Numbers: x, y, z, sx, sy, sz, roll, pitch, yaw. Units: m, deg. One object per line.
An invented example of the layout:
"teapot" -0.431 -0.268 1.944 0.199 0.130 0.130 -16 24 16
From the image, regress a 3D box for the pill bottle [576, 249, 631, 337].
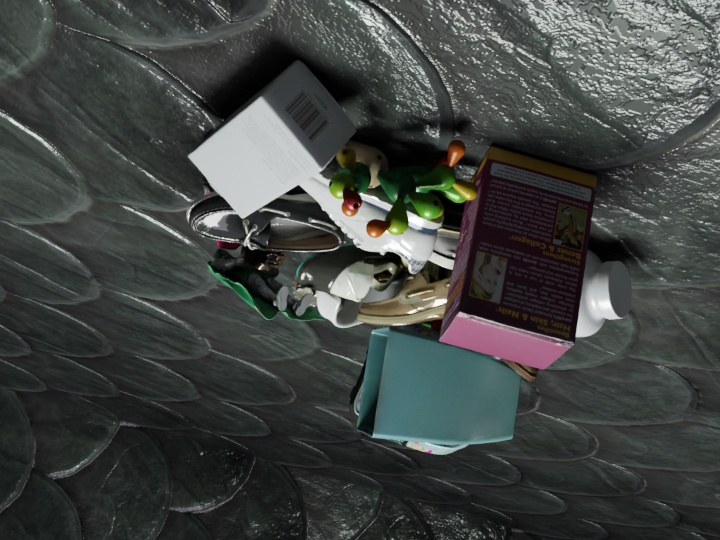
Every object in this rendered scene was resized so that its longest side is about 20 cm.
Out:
"pill bottle" 0.243 0.030 1.284 0.197 0.113 0.110 -6 152 40

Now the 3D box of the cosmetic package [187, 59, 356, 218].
"cosmetic package" -0.101 -0.139 1.096 0.102 0.074 0.199 49 149 -14

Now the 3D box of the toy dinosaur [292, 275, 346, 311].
"toy dinosaur" -0.036 0.027 1.462 0.076 0.104 0.199 -3 152 37

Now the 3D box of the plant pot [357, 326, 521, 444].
"plant pot" 0.110 0.165 1.362 0.196 0.145 0.141 10 174 -8

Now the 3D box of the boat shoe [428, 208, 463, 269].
"boat shoe" 0.050 -0.072 1.227 0.198 0.072 0.061 25 115 3

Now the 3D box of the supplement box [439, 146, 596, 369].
"supplement box" 0.173 -0.013 1.099 0.128 0.204 0.103 16 159 -3

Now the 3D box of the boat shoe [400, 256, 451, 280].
"boat shoe" 0.101 -0.004 1.349 0.062 0.074 0.202 3 147 17

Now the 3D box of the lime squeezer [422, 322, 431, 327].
"lime squeezer" 0.103 0.118 1.657 0.200 0.071 0.038 47 172 -2

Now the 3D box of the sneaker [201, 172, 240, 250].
"sneaker" -0.164 -0.093 1.283 0.079 0.076 0.201 11 158 6

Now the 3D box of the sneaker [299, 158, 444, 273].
"sneaker" -0.002 -0.070 1.170 0.198 0.076 0.082 29 122 13

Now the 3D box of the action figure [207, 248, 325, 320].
"action figure" -0.142 0.012 1.316 0.117 0.056 0.199 20 -176 -43

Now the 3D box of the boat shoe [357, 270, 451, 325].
"boat shoe" 0.086 0.033 1.294 0.196 0.066 0.071 -8 178 24

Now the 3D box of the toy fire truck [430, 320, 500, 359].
"toy fire truck" 0.169 0.077 1.530 0.196 0.050 0.141 18 159 -8

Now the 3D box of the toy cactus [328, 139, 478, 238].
"toy cactus" 0.029 -0.107 1.091 0.197 0.104 0.164 -14 -145 -35

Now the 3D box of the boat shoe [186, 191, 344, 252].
"boat shoe" -0.115 -0.054 1.236 0.196 0.061 0.075 3 138 -15

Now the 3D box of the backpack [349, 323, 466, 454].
"backpack" 0.100 0.177 1.505 0.197 0.180 0.151 25 161 -4

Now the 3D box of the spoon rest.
"spoon rest" 0.010 0.035 1.397 0.099 0.062 0.198 34 -150 29

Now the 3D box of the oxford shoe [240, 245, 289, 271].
"oxford shoe" -0.115 -0.038 1.378 0.072 0.086 0.200 21 156 -16

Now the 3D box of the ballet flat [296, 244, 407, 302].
"ballet flat" 0.000 0.000 1.316 0.068 0.069 0.198 44 -148 21

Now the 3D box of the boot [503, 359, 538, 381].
"boot" 0.234 0.089 1.379 0.073 0.076 0.200 41 -160 1
